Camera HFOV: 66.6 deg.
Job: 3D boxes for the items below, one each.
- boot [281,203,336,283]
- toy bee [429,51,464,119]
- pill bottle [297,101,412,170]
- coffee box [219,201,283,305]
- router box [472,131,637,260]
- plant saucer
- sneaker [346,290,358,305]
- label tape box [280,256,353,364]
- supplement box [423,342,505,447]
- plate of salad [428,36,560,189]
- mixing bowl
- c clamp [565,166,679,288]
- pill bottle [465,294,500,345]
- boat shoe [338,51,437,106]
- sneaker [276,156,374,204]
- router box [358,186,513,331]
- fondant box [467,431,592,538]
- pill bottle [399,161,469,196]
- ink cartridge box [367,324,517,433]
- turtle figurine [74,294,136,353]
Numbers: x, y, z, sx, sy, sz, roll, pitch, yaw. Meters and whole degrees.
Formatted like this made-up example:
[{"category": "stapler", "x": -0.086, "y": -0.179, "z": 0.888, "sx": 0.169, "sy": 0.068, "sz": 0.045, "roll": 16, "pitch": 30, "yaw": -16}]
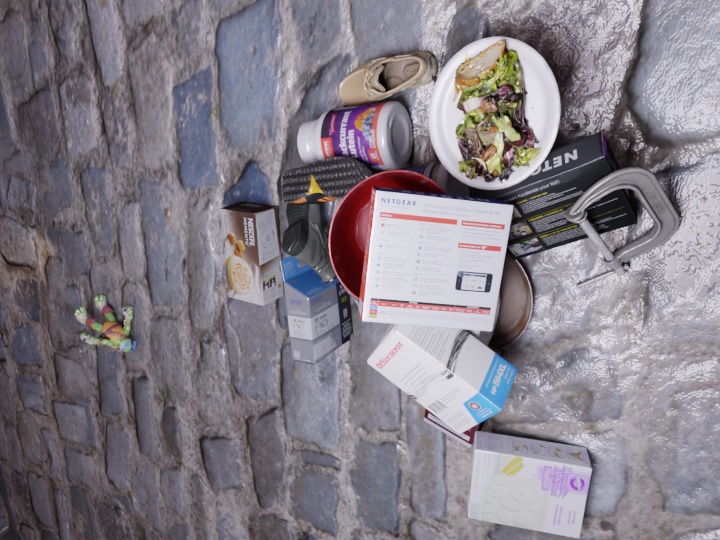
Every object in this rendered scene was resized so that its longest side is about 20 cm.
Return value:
[{"category": "boot", "x": -0.087, "y": -0.082, "z": 1.094, "sx": 0.066, "sy": 0.205, "sz": 0.130, "roll": -18, "pitch": 140, "yaw": 35}, {"category": "toy bee", "x": 0.194, "y": -0.249, "z": 0.838, "sx": 0.106, "sy": 0.131, "sz": 0.205, "roll": -20, "pitch": 104, "yaw": -7}, {"category": "pill bottle", "x": -0.014, "y": -0.234, "z": 0.982, "sx": 0.195, "sy": 0.111, "sz": 0.115, "roll": 3, "pitch": 107, "yaw": 33}, {"category": "coffee box", "x": -0.239, "y": -0.040, "z": 1.217, "sx": 0.112, "sy": 0.079, "sz": 0.207, "roll": 10, "pitch": 111, "yaw": 30}, {"category": "router box", "x": 0.284, "y": -0.100, "z": 0.809, "sx": 0.196, "sy": 0.052, "sz": 0.149, "roll": -18, "pitch": 136, "yaw": 35}, {"category": "plant saucer", "x": 0.210, "y": 0.042, "z": 0.970, "sx": 0.195, "sy": 0.032, "sz": 0.207, "roll": 11, "pitch": 110, "yaw": 31}, {"category": "sneaker", "x": 0.000, "y": 0.000, "z": 1.064, "sx": 0.077, "sy": 0.086, "sz": 0.204, "roll": -27, "pitch": 90, "yaw": 35}, {"category": "label tape box", "x": -0.084, "y": 0.063, "z": 1.105, "sx": 0.062, "sy": 0.143, "sz": 0.207, "roll": 4, "pitch": 108, "yaw": 32}, {"category": "supplement box", "x": 0.186, "y": 0.213, "z": 1.002, "sx": 0.107, "sy": 0.061, "sz": 0.205, "roll": 25, "pitch": 129, "yaw": 25}, {"category": "plate of salad", "x": 0.176, "y": -0.215, "z": 0.763, "sx": 0.195, "sy": 0.048, "sz": 0.207, "roll": 11, "pitch": 109, "yaw": 33}, {"category": "mixing bowl", "x": 0.047, "y": -0.053, "z": 0.840, "sx": 0.193, "sy": 0.109, "sz": 0.207, "roll": -1, "pitch": 104, "yaw": -5}, {"category": "c clamp", "x": 0.356, "y": -0.055, "z": 0.776, "sx": 0.168, "sy": 0.028, "sz": 0.200, "roll": -25, "pitch": 131, "yaw": 27}, {"category": "pill bottle", "x": 0.130, "y": 0.056, "z": 0.939, "sx": 0.196, "sy": 0.115, "sz": 0.120, "roll": 17, "pitch": 114, "yaw": 29}, {"category": "boat shoe", "x": 0.034, "y": -0.334, "z": 0.947, "sx": 0.195, "sy": 0.064, "sz": 0.073, "roll": -8, "pitch": 101, "yaw": 35}, {"category": "sneaker", "x": -0.051, "y": -0.158, "z": 0.976, "sx": 0.195, "sy": 0.089, "sz": 0.072, "roll": -2, "pitch": 94, "yaw": 30}, {"category": "router box", "x": 0.103, "y": -0.015, "z": 0.775, "sx": 0.193, "sy": 0.049, "sz": 0.185, "roll": 5, "pitch": 104, "yaw": -7}, {"category": "fondant box", "x": 0.293, "y": 0.376, "z": 0.969, "sx": 0.193, "sy": 0.058, "sz": 0.149, "roll": 5, "pitch": 109, "yaw": 11}, {"category": "pill bottle", "x": 0.082, "y": -0.117, "z": 0.953, "sx": 0.195, "sy": 0.115, "sz": 0.119, "roll": -4, "pitch": 103, "yaw": 34}, {"category": "ink cartridge box", "x": 0.125, "y": 0.152, "z": 0.875, "sx": 0.198, "sy": 0.085, "sz": 0.147, "roll": 37, "pitch": 147, "yaw": 2}, {"category": "turtle figurine", "x": -0.737, "y": 0.142, "z": 1.578, "sx": 0.192, "sy": 0.200, "sz": 0.146, "roll": 33, "pitch": 86, "yaw": 25}]
